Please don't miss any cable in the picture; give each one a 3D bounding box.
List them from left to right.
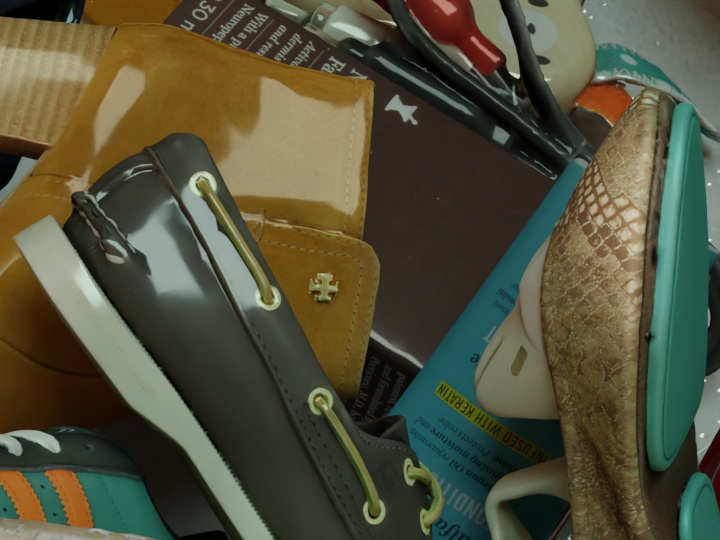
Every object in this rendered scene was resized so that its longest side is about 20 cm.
[{"bbox_3d":[0.057,-0.049,0.931,0.200,0.097,0.050,33,14,-1],"label":"cable"}]

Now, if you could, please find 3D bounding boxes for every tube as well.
[{"bbox_3d":[0.030,0.063,0.803,0.077,0.050,0.200,34,96,16],"label":"tube"}]

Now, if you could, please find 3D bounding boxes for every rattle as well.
[{"bbox_3d":[0.057,-0.124,0.960,0.130,0.143,0.200,-18,53,-44],"label":"rattle"}]

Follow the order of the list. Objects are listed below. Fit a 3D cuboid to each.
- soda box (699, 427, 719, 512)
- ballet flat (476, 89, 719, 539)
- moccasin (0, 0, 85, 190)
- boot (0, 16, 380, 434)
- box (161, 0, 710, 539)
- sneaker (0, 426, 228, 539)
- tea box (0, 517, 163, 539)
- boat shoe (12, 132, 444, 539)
[{"bbox_3d":[0.152,0.055,0.804,0.070,0.200,0.063,-7,55,-21],"label":"soda box"},{"bbox_3d":[0.064,0.049,0.739,0.065,0.200,0.071,1,18,20],"label":"ballet flat"},{"bbox_3d":[-0.139,-0.052,0.866,0.068,0.081,0.200,8,44,9],"label":"moccasin"},{"bbox_3d":[-0.072,0.027,0.797,0.144,0.071,0.201,13,88,-8],"label":"boot"},{"bbox_3d":[0.000,0.000,0.887,0.200,0.075,0.100,32,52,7],"label":"box"},{"bbox_3d":[-0.107,0.071,0.724,0.200,0.071,0.080,37,52,-43],"label":"sneaker"},{"bbox_3d":[-0.029,0.166,0.661,0.200,0.197,0.134,10,60,-9],"label":"tea box"},{"bbox_3d":[-0.014,0.056,0.751,0.061,0.072,0.201,-37,101,-7],"label":"boat shoe"}]
